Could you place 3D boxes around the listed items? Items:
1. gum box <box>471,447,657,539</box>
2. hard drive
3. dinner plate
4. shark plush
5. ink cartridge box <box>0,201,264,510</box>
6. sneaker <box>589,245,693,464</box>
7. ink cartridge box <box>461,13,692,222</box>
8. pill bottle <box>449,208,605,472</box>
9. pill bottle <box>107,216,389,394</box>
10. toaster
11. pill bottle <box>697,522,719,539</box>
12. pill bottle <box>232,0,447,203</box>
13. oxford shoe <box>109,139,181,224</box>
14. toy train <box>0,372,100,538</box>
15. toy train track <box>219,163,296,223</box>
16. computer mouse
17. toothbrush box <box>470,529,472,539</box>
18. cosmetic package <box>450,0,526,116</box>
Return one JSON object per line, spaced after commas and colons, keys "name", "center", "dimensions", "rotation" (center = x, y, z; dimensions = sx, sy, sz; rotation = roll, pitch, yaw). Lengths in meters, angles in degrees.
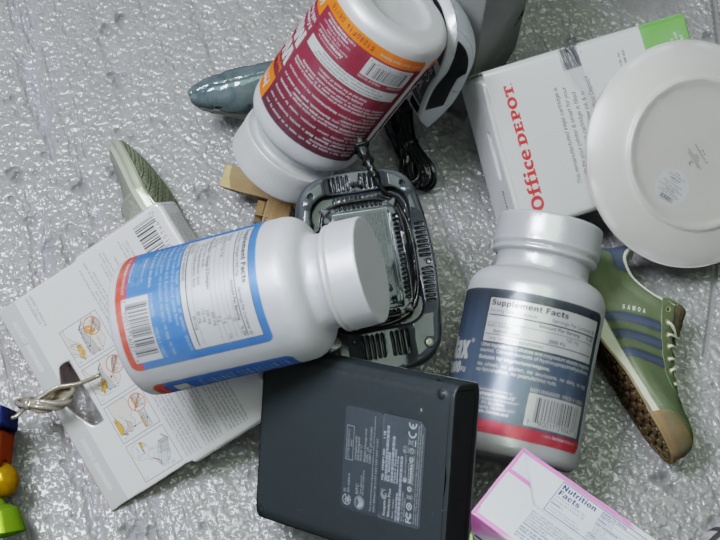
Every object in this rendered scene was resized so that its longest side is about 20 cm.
{"name": "gum box", "center": [0.168, 0.223, 0.981], "dimensions": [0.199, 0.114, 0.066], "rotation": [35, 67, 23]}
{"name": "hard drive", "center": [-0.001, 0.140, 1.042], "dimensions": [0.199, 0.033, 0.141], "rotation": [8, 97, 42]}
{"name": "dinner plate", "center": [0.293, -0.102, 1.200], "dimensions": [0.198, 0.024, 0.202], "rotation": [-1, 94, -11]}
{"name": "shark plush", "center": [-0.054, -0.170, 1.244], "dimensions": [0.198, 0.083, 0.092], "rotation": [-6, 69, 23]}
{"name": "ink cartridge box", "center": [-0.183, 0.072, 1.155], "dimensions": [0.175, 0.045, 0.201], "rotation": [-32, 87, 12]}
{"name": "sneaker", "center": [0.251, 0.061, 1.188], "dimensions": [0.089, 0.067, 0.201], "rotation": [-27, 66, -8]}
{"name": "ink cartridge box", "center": [0.206, -0.132, 1.235], "dimensions": [0.198, 0.084, 0.147], "rotation": [-17, 96, -10]}
{"name": "pill bottle", "center": [0.140, 0.058, 1.134], "dimensions": [0.119, 0.120, 0.202], "rotation": [12, 81, 3]}
{"name": "pill bottle", "center": [-0.083, 0.023, 1.047], "dimensions": [0.198, 0.112, 0.113], "rotation": [-13, 65, 16]}
{"name": "toaster", "center": [0.000, 0.000, 1.160], "dimensions": [0.113, 0.129, 0.202], "rotation": [-10, 82, -7]}
{"name": "pill bottle", "center": [0.289, 0.268, 1.074], "dimensions": [0.199, 0.111, 0.111], "rotation": [-35, 71, -15]}
{"name": "pill bottle", "center": [-0.023, -0.156, 1.158], "dimensions": [0.109, 0.200, 0.110], "rotation": [25, 38, -22]}
{"name": "oxford shoe", "center": [-0.186, -0.032, 1.220], "dimensions": [0.058, 0.075, 0.201], "rotation": [-34, 68, 13]}
{"name": "toy train", "center": [-0.296, 0.166, 1.113], "dimensions": [0.198, 0.085, 0.117], "rotation": [-16, 78, -2]}
{"name": "toy train track", "center": [-0.082, -0.028, 1.241], "dimensions": [0.114, 0.033, 0.202], "rotation": [15, 72, -3]}
{"name": "computer mouse", "center": [0.067, -0.168, 1.219], "dimensions": [0.043, 0.200, 0.110], "rotation": [-5, 61, -19]}
{"name": "toothbrush box", "center": [0.030, 0.290, 1.070], "dimensions": [0.145, 0.086, 0.200], "rotation": [41, 70, 16]}
{"name": "cosmetic package", "center": [0.099, -0.250, 1.249], "dimensions": [0.090, 0.200, 0.107], "rotation": [32, 67, 10]}
